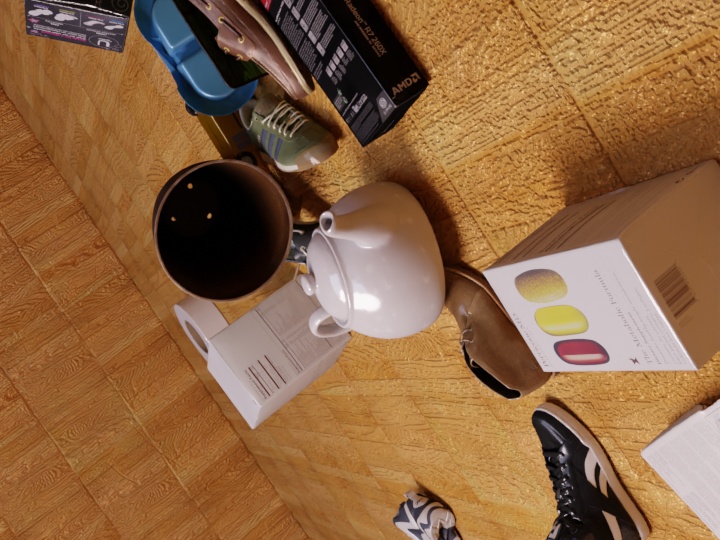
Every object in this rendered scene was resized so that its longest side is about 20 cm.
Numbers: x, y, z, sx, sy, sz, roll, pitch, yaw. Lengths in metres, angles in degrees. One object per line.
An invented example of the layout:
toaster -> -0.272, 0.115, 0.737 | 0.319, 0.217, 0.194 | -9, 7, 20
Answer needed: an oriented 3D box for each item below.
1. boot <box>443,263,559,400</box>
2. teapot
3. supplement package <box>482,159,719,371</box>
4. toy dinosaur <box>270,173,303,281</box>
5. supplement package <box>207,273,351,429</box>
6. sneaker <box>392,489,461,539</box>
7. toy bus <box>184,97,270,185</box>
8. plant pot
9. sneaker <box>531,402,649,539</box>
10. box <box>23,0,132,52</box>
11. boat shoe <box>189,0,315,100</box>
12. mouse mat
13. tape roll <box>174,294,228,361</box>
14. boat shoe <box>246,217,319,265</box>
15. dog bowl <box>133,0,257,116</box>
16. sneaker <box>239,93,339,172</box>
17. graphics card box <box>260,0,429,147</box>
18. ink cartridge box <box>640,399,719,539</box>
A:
boot -> 0.134, 0.066, 1.031 | 0.200, 0.075, 0.074 | 43, 160, 34
teapot -> 0.000, 0.000, 1.062 | 0.197, 0.145, 0.202 | -149, 43, -67
supplement package -> 0.208, 0.006, 0.723 | 0.114, 0.109, 0.200 | 57, 159, -5
toy dinosaur -> -0.116, -0.087, 1.387 | 0.106, 0.060, 0.202 | 168, 78, -81
supplement package -> -0.148, 0.145, 1.587 | 0.147, 0.199, 0.191 | 50, 158, 10
sneaker -> 0.123, 0.494, 1.706 | 0.129, 0.079, 0.200 | 33, 150, 47
toy bus -> -0.188, -0.219, 1.286 | 0.201, 0.078, 0.065 | 58, 157, -10
plant pot -> -0.213, -0.072, 1.259 | 0.188, 0.186, 0.200 | 63, 165, -23
sneaker -> 0.241, 0.262, 1.043 | 0.201, 0.112, 0.073 | 54, 158, 1
box -> -0.352, -0.402, 1.154 | 0.115, 0.131, 0.202 | 149, 127, -69
boat shoe -> -0.128, -0.269, 1.008 | 0.200, 0.067, 0.072 | 50, -164, -17
mouse mat -> -0.172, -0.310, 1.051 | 0.007, 0.161, 0.201 | -27, 100, 26
tape roll -> -0.395, 0.153, 2.322 | 0.202, 0.071, 0.203 | 44, 157, 24
boat shoe -> -0.077, -0.035, 1.287 | 0.199, 0.060, 0.076 | 8, 138, 38
dog bowl -> -0.217, -0.298, 1.196 | 0.201, 0.111, 0.050 | 58, 173, -9
sneaker -> -0.105, -0.185, 1.169 | 0.090, 0.067, 0.200 | 58, 163, -23
graphics card box -> -0.021, -0.237, 0.933 | 0.201, 0.051, 0.125 | 55, 160, 2
ink cartridge box -> 0.350, 0.180, 0.781 | 0.161, 0.050, 0.200 | 49, 155, 16
